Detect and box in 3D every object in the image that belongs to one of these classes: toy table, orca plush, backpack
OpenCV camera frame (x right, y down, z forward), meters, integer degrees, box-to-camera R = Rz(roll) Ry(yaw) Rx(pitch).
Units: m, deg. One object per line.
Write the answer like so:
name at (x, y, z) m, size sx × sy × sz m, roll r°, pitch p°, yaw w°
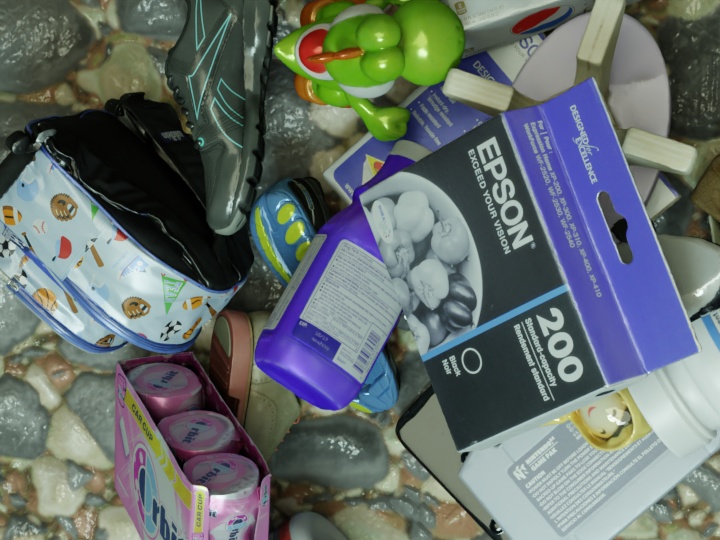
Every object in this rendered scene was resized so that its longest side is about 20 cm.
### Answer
toy table at (0.153, -0.096, 1.450) m, size 0.182 × 0.117 × 0.202 m, roll 8°, pitch 87°, yaw 12°
orca plush at (0.177, 0.035, 1.408) m, size 0.199 × 0.071 × 0.106 m, roll -30°, pitch 50°, yaw 20°
backpack at (-0.183, -0.023, 1.536) m, size 0.190 × 0.200 × 0.155 m, roll 38°, pitch 113°, yaw 8°

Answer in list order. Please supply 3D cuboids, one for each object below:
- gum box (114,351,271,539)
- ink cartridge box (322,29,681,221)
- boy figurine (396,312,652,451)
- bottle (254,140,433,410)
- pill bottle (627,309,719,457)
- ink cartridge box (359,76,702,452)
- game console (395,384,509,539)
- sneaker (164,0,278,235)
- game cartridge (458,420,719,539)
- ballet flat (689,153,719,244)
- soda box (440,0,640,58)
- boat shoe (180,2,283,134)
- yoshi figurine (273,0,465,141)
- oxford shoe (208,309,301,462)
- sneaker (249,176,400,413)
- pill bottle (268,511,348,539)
gum box at (-0.127, 0.160, 1.517) m, size 0.066 × 0.200 × 0.115 m, roll -7°, pitch 118°, yaw -21°
ink cartridge box at (0.107, -0.062, 1.538) m, size 0.200 × 0.047 × 0.198 m, roll -40°, pitch 79°, yaw 5°
boy figurine at (0.123, 0.069, 1.478) m, size 0.199 × 0.064 × 0.125 m, roll 36°, pitch 111°, yaw 4°
bottle at (0.000, 0.000, 1.483) m, size 0.083 × 0.065 × 0.201 m, roll 35°, pitch 74°, yaw -24°
pill bottle at (0.287, 0.044, 1.422) m, size 0.199 × 0.112 × 0.113 m, roll -36°, pitch 87°, yaw 17°
ink cartridge box at (0.109, 0.000, 1.367) m, size 0.199 × 0.043 × 0.200 m, roll -29°, pitch 78°, yaw 39°
game console at (0.150, 0.115, 1.558) m, size 0.177 × 0.031 × 0.200 m, roll 44°, pitch 100°, yaw 5°
sneaker at (-0.106, -0.127, 1.509) m, size 0.078 × 0.075 × 0.202 m, roll 4°, pitch 84°, yaw 0°
game cartridge at (0.177, 0.125, 1.522) m, size 0.200 × 0.041 × 0.133 m, roll -41°, pitch 86°, yaw 11°
ballet flat at (0.312, 0.004, 1.505) m, size 0.072 × 0.068 × 0.201 m, roll -38°, pitch 87°, yaw 31°
soda box at (0.155, -0.223, 1.491) m, size 0.198 × 0.068 × 0.064 m, roll -18°, pitch 78°, yaw 1°
boat shoe at (-0.094, -0.202, 1.570) m, size 0.069 × 0.071 × 0.202 m, roll 7°, pitch 92°, yaw -10°
yoshi figurine at (0.017, -0.161, 1.485) m, size 0.112 × 0.200 × 0.112 m, roll -46°, pitch 105°, yaw -6°
oxford shoe at (-0.079, 0.128, 1.585) m, size 0.074 × 0.070 × 0.202 m, roll -2°, pitch 111°, yaw -23°
sneaker at (-0.014, 0.017, 1.560) m, size 0.070 × 0.083 × 0.201 m, roll -15°, pitch 106°, yaw 38°
pill bottle at (-0.086, 0.287, 1.572) m, size 0.199 × 0.116 × 0.116 m, roll -37°, pitch 87°, yaw 11°
